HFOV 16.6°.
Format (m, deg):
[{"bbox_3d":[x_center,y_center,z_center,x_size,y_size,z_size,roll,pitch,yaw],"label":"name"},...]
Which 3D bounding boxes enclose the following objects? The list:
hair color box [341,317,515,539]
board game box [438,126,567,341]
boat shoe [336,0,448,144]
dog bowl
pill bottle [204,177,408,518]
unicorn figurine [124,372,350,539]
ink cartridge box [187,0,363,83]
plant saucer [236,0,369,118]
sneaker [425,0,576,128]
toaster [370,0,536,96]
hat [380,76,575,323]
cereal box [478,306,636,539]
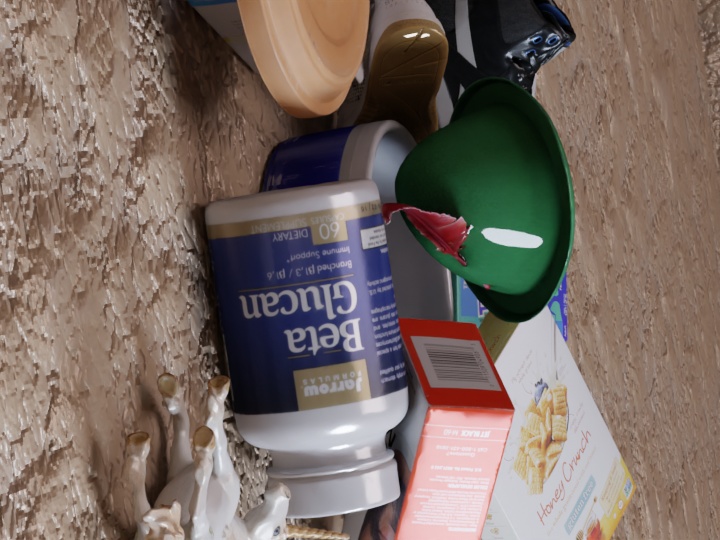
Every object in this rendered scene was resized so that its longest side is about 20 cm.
[{"bbox_3d":[0.038,0.145,1.611,0.111,0.064,0.201,-113,-150,-59],"label":"hair color box"},{"bbox_3d":[0.101,-0.024,1.908,0.200,0.045,0.153,7,81,-60],"label":"board game box"},{"bbox_3d":[0.020,-0.133,1.758,0.200,0.071,0.069,111,-26,-53],"label":"boat shoe"},{"bbox_3d":[0.000,0.000,1.709,0.200,0.079,0.201,-8,90,-73],"label":"dog bowl"},{"bbox_3d":[-0.029,0.048,1.536,0.111,0.111,0.201,-19,101,-73],"label":"pill bottle"},{"bbox_3d":[-0.088,0.132,1.400,0.200,0.074,0.138,-40,131,-54],"label":"unicorn figurine"},{"bbox_3d":[-0.059,-0.205,1.622,0.200,0.068,0.116,44,43,-64],"label":"ink cartridge box"},{"bbox_3d":[-0.033,-0.196,1.537,0.200,0.032,0.201,-6,90,-72],"label":"plant saucer"},{"bbox_3d":[0.112,-0.127,1.781,0.201,0.112,0.073,69,22,-8],"label":"sneaker"},{"bbox_3d":[0.059,-0.184,1.895,0.114,0.129,0.200,-82,157,-43],"label":"toaster"},{"bbox_3d":[0.031,-0.042,1.649,0.166,0.176,0.200,61,-33,31],"label":"hat"},{"bbox_3d":[0.124,0.133,1.763,0.144,0.039,0.200,-57,131,-38],"label":"cereal box"}]
